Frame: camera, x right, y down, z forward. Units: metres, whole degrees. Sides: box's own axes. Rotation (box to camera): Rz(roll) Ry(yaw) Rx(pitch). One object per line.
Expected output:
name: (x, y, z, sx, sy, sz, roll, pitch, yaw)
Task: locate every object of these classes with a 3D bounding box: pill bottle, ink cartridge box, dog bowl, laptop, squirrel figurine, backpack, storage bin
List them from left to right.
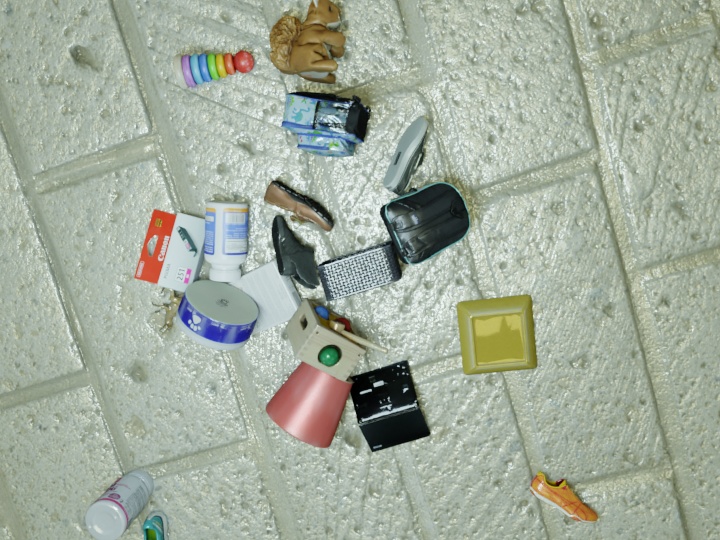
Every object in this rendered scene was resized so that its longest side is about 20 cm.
pill bottle: (-0.656, 0.640, 1.670, 0.111, 0.200, 0.115, 1, 98, 5)
ink cartridge box: (-0.503, -0.055, 1.611, 0.171, 0.044, 0.203, 14, 84, 2)
dog bowl: (-0.365, 0.112, 1.553, 0.198, 0.200, 0.079, 28, 112, 1)
pill bottle: (-0.351, -0.077, 1.583, 0.110, 0.112, 0.203, 5, 99, 5)
ink cartridge box: (-0.266, 0.076, 1.640, 0.198, 0.050, 0.163, -24, 95, 27)
squirrel figurine: (-0.132, -0.574, 1.482, 0.197, 0.142, 0.190, 6, 92, 2)
backpack: (-0.092, -0.357, 1.483, 0.197, 0.183, 0.149, 13, 98, 9)
storage bin: (0.000, 0.000, 1.547, 0.197, 0.135, 0.095, -16, 96, 7)
laptop: (0.078, 0.373, 1.658, 0.175, 0.103, 0.203, -18, 71, 7)
backpack: (0.164, -0.123, 1.502, 0.198, 0.153, 0.178, -26, 94, 0)

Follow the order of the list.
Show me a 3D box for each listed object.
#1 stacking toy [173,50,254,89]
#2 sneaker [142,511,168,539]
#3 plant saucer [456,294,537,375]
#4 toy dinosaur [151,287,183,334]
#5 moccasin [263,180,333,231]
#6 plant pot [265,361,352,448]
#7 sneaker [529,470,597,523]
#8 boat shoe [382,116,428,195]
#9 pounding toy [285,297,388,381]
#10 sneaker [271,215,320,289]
stacking toy: (-0.369, -0.520, 1.546, 0.197, 0.085, 0.087, -9, 97, -1)
sneaker: (-0.596, 0.803, 1.749, 0.076, 0.080, 0.203, -8, 98, 6)
plant saucer: (0.360, 0.175, 1.583, 0.197, 0.048, 0.203, -7, 97, 6)
toy dinosaur: (-0.500, 0.082, 1.659, 0.101, 0.058, 0.200, 41, 103, -17)
moccasin: (-0.161, -0.155, 1.574, 0.199, 0.074, 0.078, 28, 109, -2)
plant pot: (-0.122, 0.334, 1.591, 0.199, 0.200, 0.179, 31, 90, 0)
sneaker: (0.551, 0.607, 1.616, 0.198, 0.073, 0.078, 30, 90, -2)
boat shoe: (0.125, -0.288, 1.535, 0.063, 0.071, 0.202, 26, 92, -32)
pounding toy: (-0.063, 0.173, 1.529, 0.183, 0.200, 0.143, 31, 101, -26)
sneaker: (-0.170, -0.049, 1.594, 0.103, 0.060, 0.203, 0, 68, -29)
